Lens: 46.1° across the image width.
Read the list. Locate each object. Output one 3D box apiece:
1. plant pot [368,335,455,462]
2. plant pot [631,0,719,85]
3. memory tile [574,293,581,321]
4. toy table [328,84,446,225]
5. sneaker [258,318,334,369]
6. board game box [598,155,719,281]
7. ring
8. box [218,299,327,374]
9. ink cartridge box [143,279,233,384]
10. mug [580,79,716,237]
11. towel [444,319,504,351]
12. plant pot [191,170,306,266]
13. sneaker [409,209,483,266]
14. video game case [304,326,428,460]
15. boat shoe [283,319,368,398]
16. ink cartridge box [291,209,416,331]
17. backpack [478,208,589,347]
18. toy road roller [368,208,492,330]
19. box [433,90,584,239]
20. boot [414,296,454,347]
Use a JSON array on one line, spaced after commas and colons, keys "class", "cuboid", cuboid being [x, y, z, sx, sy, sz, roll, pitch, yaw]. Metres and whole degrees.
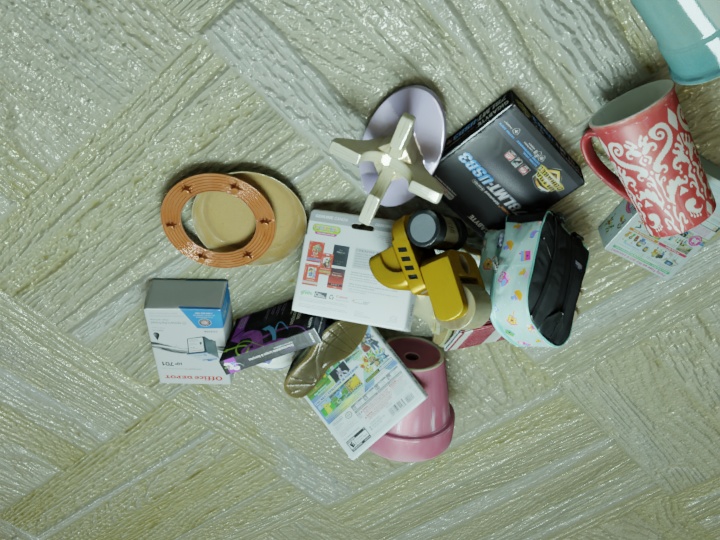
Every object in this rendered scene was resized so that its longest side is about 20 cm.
[{"class": "plant pot", "cuboid": [0.091, 0.235, 1.634, 0.196, 0.201, 0.182, 4, 115, -2]}, {"class": "plant pot", "cuboid": [0.432, -0.383, 1.093, 0.196, 0.201, 0.200, 41, 121, -20]}, {"class": "memory tile", "cuboid": [0.333, 0.028, 1.553, 0.151, 0.017, 0.202, -2, 130, 3]}, {"class": "toy table", "cuboid": [0.051, -0.173, 1.293, 0.181, 0.117, 0.203, 16, 120, 10]}, {"class": "sneaker", "cuboid": [-0.107, 0.124, 1.611, 0.196, 0.081, 0.116, 3, 128, -11]}, {"class": "board game box", "cuboid": [0.519, -0.094, 1.414, 0.146, 0.065, 0.201, 24, 126, -17]}, {"class": "ring", "cuboid": [-0.242, -0.078, 1.438, 0.197, 0.019, 0.203, 1, 130, 1]}, {"class": "box", "cuboid": [-0.153, 0.109, 1.548, 0.197, 0.144, 0.036, -19, 115, 16]}, {"class": "ink cartridge box", "cuboid": [-0.317, 0.118, 1.599, 0.144, 0.087, 0.202, 0, 129, 1]}, {"class": "mug", "cuboid": [0.441, -0.168, 1.289, 0.132, 0.178, 0.202, -32, 105, -1]}, {"class": "towel", "cuboid": [0.257, 0.103, 1.524, 0.197, 0.023, 0.144, -10, 162, -10]}, {"class": "plant pot", "cuboid": [-0.189, -0.092, 1.454, 0.196, 0.028, 0.202, 1, 130, 1]}, {"class": "sneaker", "cuboid": [0.153, -0.029, 1.469, 0.198, 0.076, 0.088, 29, 130, -19]}, {"class": "video game case", "cuboid": [-0.001, 0.221, 1.567, 0.200, 0.022, 0.183, -43, 79, 22]}, {"class": "boat shoe", "cuboid": [-0.069, 0.141, 1.538, 0.200, 0.065, 0.073, -43, 117, 6]}, {"class": "ink cartridge box", "cuboid": [0.000, 0.000, 1.440, 0.197, 0.179, 0.084, 10, 176, 12]}, {"class": "backpack", "cuboid": [0.277, 0.025, 1.382, 0.152, 0.203, 0.175, -9, 149, 36]}, {"class": "toy road roller", "cuboid": [0.103, 0.009, 1.315, 0.145, 0.203, 0.122, -26, 165, 25]}, {"class": "box", "cuboid": [0.227, -0.159, 1.375, 0.198, 0.050, 0.199, -36, 121, 26]}, {"class": "boot", "cuboid": [0.106, 0.065, 1.552, 0.153, 0.074, 0.201, 15, 153, 6]}]
